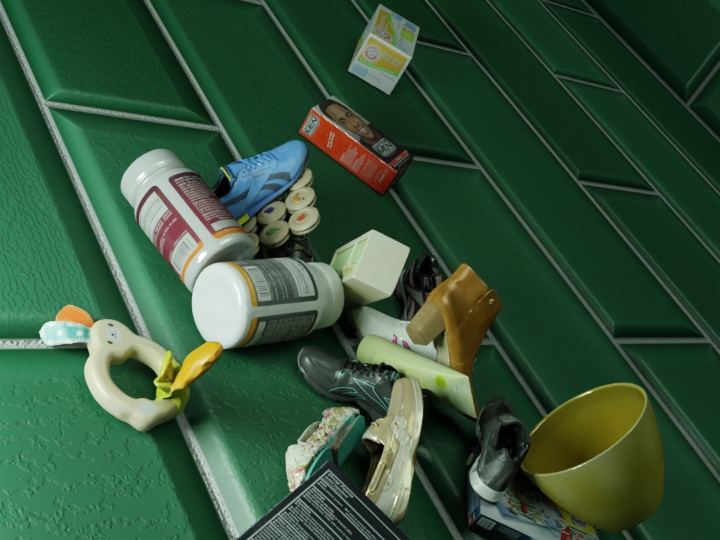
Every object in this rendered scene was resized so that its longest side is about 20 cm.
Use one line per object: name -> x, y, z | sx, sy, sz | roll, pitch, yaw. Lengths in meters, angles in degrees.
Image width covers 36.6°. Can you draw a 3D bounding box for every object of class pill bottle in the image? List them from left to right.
pill bottle -> -0.248, -0.071, 1.546 | 0.114, 0.115, 0.200 | -11, 53, -49
pill bottle -> -0.124, 0.042, 1.506 | 0.199, 0.117, 0.117 | -5, 48, -47

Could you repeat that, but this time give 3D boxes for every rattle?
rattle -> -0.277, 0.081, 1.294 | 0.130, 0.143, 0.200 | -32, 74, -37

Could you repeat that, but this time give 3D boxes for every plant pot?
plant pot -> 0.337, 0.273, 1.503 | 0.143, 0.199, 0.200 | 57, 29, -12

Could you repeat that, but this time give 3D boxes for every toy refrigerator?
toy refrigerator -> 0.000, 0.000, 1.602 | 0.070, 0.076, 0.200 | 26, -13, -12

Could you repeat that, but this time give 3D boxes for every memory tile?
memory tile -> -0.139, -0.103, 1.679 | 0.201, 0.152, 0.017 | -104, 168, -49

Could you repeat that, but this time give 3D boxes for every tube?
tube -> 0.080, 0.144, 1.534 | 0.199, 0.052, 0.058 | 22, 1, 39

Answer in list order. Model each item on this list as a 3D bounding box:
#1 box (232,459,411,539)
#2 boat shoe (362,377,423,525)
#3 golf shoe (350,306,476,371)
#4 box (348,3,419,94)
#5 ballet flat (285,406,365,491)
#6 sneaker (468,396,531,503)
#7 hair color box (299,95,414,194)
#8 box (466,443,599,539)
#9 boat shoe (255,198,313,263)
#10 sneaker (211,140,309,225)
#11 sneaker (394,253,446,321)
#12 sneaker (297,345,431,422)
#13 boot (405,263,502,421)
box -> -0.039, 0.345, 1.159 | 0.200, 0.124, 0.198 | 43, 33, 12
boat shoe -> 0.036, 0.224, 1.407 | 0.069, 0.074, 0.201 | 16, 56, -10
golf shoe -> 0.082, 0.103, 1.638 | 0.199, 0.092, 0.073 | 31, 31, -2
box -> 0.053, -0.492, 2.417 | 0.112, 0.102, 0.201 | 28, 31, -10
ballet flat -> -0.056, 0.232, 1.371 | 0.063, 0.076, 0.200 | 9, 20, 20
sneaker -> 0.201, 0.228, 1.502 | 0.066, 0.091, 0.200 | 31, 30, -5
hair color box -> -0.006, -0.237, 2.052 | 0.199, 0.061, 0.102 | 36, 32, 5
box -> 0.240, 0.337, 1.513 | 0.199, 0.038, 0.137 | 27, 31, -12
boat shoe -> -0.112, -0.042, 1.678 | 0.071, 0.066, 0.202 | 4, 42, -39
sneaker -> -0.161, -0.145, 1.664 | 0.066, 0.200, 0.079 | 28, -26, 48
sneaker -> 0.108, 0.049, 1.739 | 0.080, 0.087, 0.201 | 11, 39, -30
sneaker -> 0.008, 0.152, 1.514 | 0.199, 0.080, 0.076 | 30, 31, -4
boot -> 0.159, 0.104, 1.572 | 0.144, 0.071, 0.202 | -41, 116, -21
